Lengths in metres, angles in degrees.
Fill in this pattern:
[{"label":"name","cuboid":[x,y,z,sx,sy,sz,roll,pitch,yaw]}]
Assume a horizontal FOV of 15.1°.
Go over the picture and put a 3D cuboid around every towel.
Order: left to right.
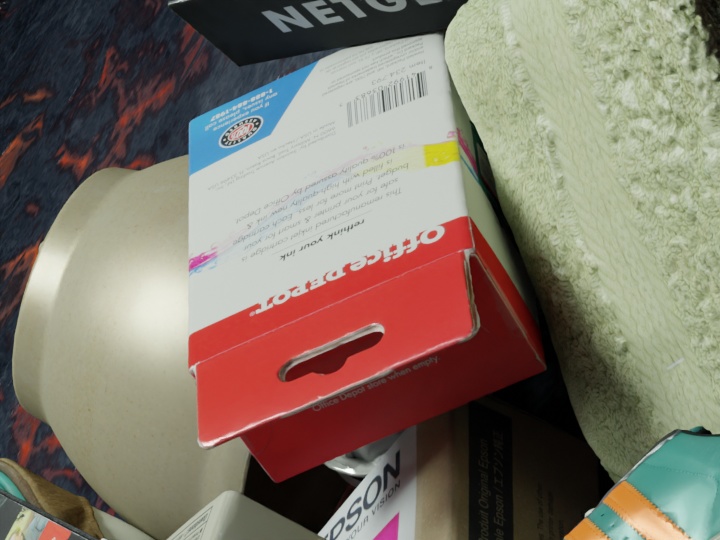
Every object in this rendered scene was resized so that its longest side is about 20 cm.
[{"label":"towel","cuboid":[0.100,-0.025,0.950,0.148,0.036,0.201,-32,74,56]}]

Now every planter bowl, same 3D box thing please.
[{"label":"planter bowl","cuboid":[-0.072,0.030,1.219,0.200,0.134,0.201,18,-90,-75]}]

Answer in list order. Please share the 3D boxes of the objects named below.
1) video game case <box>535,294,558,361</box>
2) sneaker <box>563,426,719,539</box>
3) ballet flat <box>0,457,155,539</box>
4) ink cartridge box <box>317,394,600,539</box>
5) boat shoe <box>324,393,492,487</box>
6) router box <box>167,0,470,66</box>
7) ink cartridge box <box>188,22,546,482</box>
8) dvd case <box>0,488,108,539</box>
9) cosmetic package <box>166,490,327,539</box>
[{"label":"video game case","cuboid":[0.113,-0.049,1.131,0.181,0.025,0.200,-67,17,-12]},{"label":"sneaker","cuboid":[0.094,0.101,0.863,0.200,0.071,0.080,-28,28,29]},{"label":"ballet flat","cuboid":[-0.109,0.140,1.146,0.200,0.072,0.068,-137,52,-59]},{"label":"ink cartridge box","cuboid":[0.010,0.167,1.028,0.200,0.075,0.165,-53,21,31]},{"label":"boat shoe","cuboid":[0.013,0.062,1.139,0.200,0.073,0.066,18,-85,-82]},{"label":"router box","cuboid":[0.030,-0.172,1.065,0.200,0.052,0.158,-7,58,37]},{"label":"ink cartridge box","cuboid":[0.000,0.000,1.021,0.116,0.067,0.200,-23,36,15]},{"label":"dvd case","cuboid":[-0.161,0.159,1.075,0.146,0.022,0.200,-61,24,-9]},{"label":"cosmetic package","cuboid":[-0.066,0.189,0.946,0.105,0.071,0.200,-42,24,53]}]
